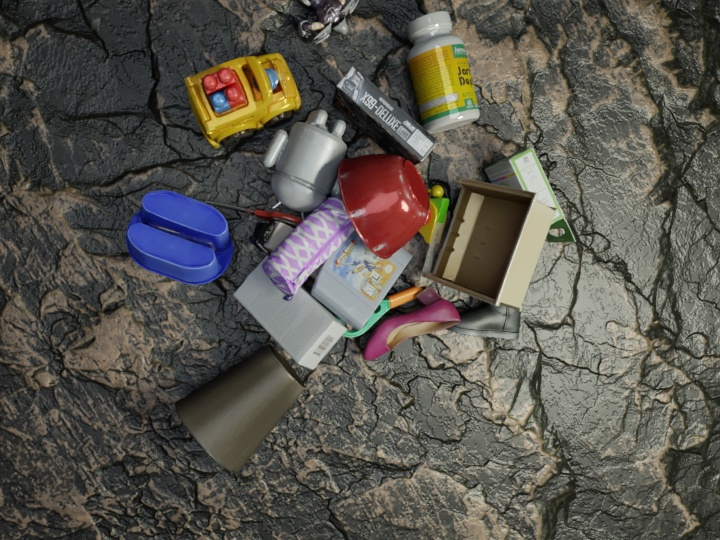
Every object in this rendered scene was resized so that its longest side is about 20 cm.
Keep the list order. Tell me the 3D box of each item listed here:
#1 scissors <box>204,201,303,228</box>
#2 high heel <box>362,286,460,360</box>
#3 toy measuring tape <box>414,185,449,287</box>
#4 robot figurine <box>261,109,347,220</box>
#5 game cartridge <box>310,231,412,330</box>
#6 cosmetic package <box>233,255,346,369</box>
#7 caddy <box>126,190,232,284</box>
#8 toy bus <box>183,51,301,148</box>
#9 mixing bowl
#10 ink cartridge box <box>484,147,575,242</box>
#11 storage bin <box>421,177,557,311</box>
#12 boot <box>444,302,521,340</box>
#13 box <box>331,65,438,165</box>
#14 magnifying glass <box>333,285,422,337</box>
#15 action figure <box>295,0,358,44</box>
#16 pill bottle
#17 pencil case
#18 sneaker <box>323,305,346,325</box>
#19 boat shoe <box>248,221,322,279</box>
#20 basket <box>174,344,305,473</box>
[{"bbox_3d":[-0.202,-0.113,1.135,0.198,0.073,0.014,18,80,-6],"label":"scissors"},{"bbox_3d":[0.097,0.124,1.163,0.200,0.067,0.096,-44,54,3],"label":"high heel"},{"bbox_3d":[0.122,-0.072,1.179,0.073,0.074,0.202,12,104,-7],"label":"toy measuring tape"},{"bbox_3d":[-0.098,-0.196,1.117,0.168,0.113,0.202,22,92,-20],"label":"robot figurine"},{"bbox_3d":[0.000,0.000,1.128,0.133,0.042,0.200,40,57,-5],"label":"game cartridge"},{"bbox_3d":[-0.132,0.077,1.107,0.102,0.071,0.200,-48,64,0],"label":"cosmetic package"},{"bbox_3d":[-0.336,-0.058,1.109,0.198,0.105,0.143,20,70,-7],"label":"caddy"},{"bbox_3d":[-0.209,-0.319,1.059,0.198,0.192,0.137,-24,95,-5],"label":"toy bus"},{"bbox_3d":[0.057,-0.132,1.082,0.108,0.200,0.202,-21,97,24],"label":"mixing bowl"},{"bbox_3d":[0.331,-0.131,1.170,0.059,0.104,0.201,-29,97,-12],"label":"ink cartridge box"},{"bbox_3d":[0.232,-0.053,1.109,0.093,0.198,0.202,15,95,-43],"label":"storage bin"},{"bbox_3d":[0.255,0.029,1.195,0.163,0.066,0.202,6,96,-14],"label":"boot"},{"bbox_3d":[0.039,-0.274,1.105,0.200,0.158,0.050,40,90,-7],"label":"box"},{"bbox_3d":[0.036,0.071,1.163,0.199,0.022,0.080,-21,118,-26],"label":"magnifying glass"},{"bbox_3d":[-0.089,-0.516,1.121,0.200,0.069,0.130,44,82,-11],"label":"action figure"},{"bbox_3d":[0.151,-0.373,1.131,0.112,0.113,0.202,-15,95,-5],"label":"pill bottle"},{"bbox_3d":[-0.087,-0.044,1.068,0.200,0.085,0.084,-50,124,-20],"label":"pencil case"},{"bbox_3d":[-0.037,0.093,1.167,0.087,0.074,0.200,42,88,-12],"label":"sneaker"},{"bbox_3d":[-0.122,-0.038,1.154,0.199,0.092,0.075,35,77,-35],"label":"boat shoe"},{"bbox_3d":[-0.215,0.247,1.132,0.200,0.136,0.181,-42,101,-5],"label":"basket"}]
